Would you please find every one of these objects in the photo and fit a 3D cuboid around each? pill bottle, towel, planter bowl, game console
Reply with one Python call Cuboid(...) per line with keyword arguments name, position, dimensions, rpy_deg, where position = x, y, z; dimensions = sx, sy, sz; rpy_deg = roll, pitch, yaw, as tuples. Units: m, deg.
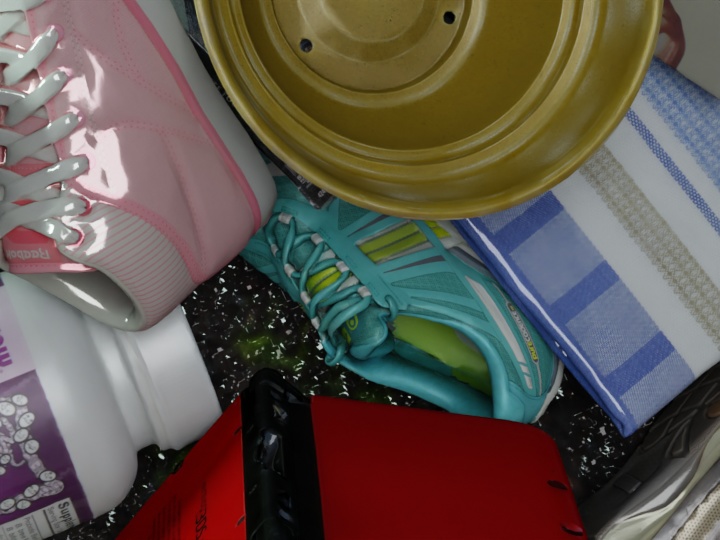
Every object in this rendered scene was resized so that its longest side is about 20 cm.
Cuboid(name="pill bottle", position=(-0.163, 0.065, 1.248), dimensions=(0.200, 0.112, 0.112), rpy_deg=(-23, 88, -6))
Cuboid(name="towel", position=(0.138, -0.040, 1.300), dimensions=(0.200, 0.024, 0.147), rpy_deg=(-39, 89, -24))
Cuboid(name="planter bowl", position=(0.017, -0.119, 1.210), dimensions=(0.200, 0.083, 0.201), rpy_deg=(0, 89, -18))
Cuboid(name="game console", position=(-0.012, 0.124, 1.157), dimensions=(0.119, 0.200, 0.172), rpy_deg=(38, 101, -12))

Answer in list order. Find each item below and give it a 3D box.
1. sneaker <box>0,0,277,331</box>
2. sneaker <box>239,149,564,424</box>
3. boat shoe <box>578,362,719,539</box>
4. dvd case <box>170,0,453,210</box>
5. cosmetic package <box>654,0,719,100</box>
Cuboid(name="sneaker", position=(-0.118, -0.061, 1.170), dimensions=(0.105, 0.075, 0.200), rpy_deg=(-51, 122, -28))
Cuboid(name="sneaker", position=(0.000, 0.000, 1.270), dimensions=(0.200, 0.080, 0.078), rpy_deg=(32, 127, -1))
Cuboid(name="boat shoe", position=(0.156, 0.098, 1.300), dimensions=(0.200, 0.074, 0.073), rpy_deg=(-44, 101, 1))
Cuboid(name="dvd case", position=(-0.051, -0.130, 1.272), dimensions=(0.200, 0.146, 0.022), rpy_deg=(44, 128, 1))
Cuboid(name="cosmetic package", position=(0.111, -0.178, 1.278), dimensions=(0.200, 0.087, 0.103), rpy_deg=(35, 55, 6))
